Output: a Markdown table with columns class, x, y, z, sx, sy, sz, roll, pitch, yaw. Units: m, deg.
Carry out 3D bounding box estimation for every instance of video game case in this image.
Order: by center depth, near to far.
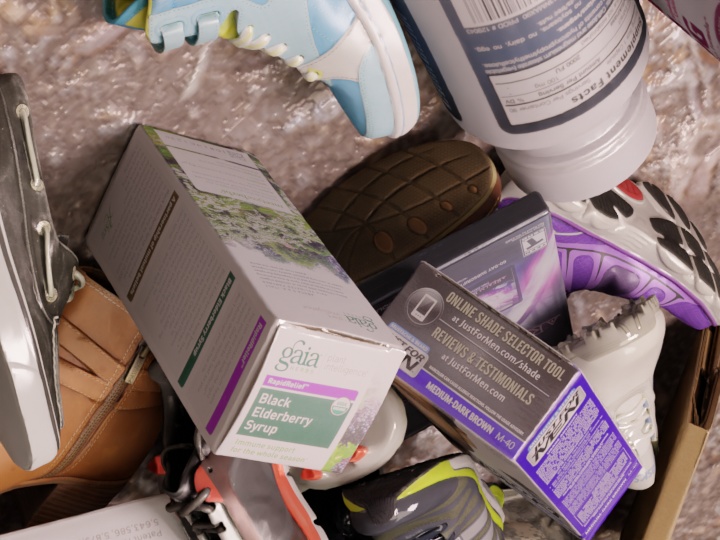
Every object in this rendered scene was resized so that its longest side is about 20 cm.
| class | x | y | z | sx | sy | sz | roll | pitch | yaw |
| --- | --- | --- | --- | --- | --- | --- | --- | --- | --- |
| video game case | 0.053 | 0.035 | 1.125 | 0.142 | 0.019 | 0.200 | -28 | 153 | -2 |

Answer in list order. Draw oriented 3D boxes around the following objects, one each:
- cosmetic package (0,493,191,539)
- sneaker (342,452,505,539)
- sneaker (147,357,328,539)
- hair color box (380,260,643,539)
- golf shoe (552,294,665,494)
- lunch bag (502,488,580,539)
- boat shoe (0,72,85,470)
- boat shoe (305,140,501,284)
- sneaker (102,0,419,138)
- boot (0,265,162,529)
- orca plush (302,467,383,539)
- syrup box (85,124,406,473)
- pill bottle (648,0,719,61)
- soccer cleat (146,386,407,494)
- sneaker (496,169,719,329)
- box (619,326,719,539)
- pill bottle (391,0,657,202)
| class | x | y | z | sx | sy | sz | roll | pitch | yaw |
| --- | --- | --- | --- | --- | --- | --- | --- | --- | --- |
| cosmetic package | -0.164 | 0.255 | 1.078 | 0.164 | 0.201 | 0.165 | -12 | 163 | -21 |
| sneaker | 0.048 | 0.157 | 1.111 | 0.073 | 0.081 | 0.200 | -19 | 159 | 16 |
| sneaker | -0.075 | 0.131 | 1.041 | 0.077 | 0.201 | 0.082 | -23 | 169 | 39 |
| hair color box | 0.082 | 0.077 | 1.070 | 0.065 | 0.109 | 0.200 | -52 | 154 | -7 |
| golf shoe | 0.161 | 0.082 | 1.183 | 0.078 | 0.098 | 0.200 | -28 | 163 | -12 |
| lunch bag | 0.047 | 0.235 | 1.274 | 0.199 | 0.118 | 0.165 | -1 | 127 | -19 |
| boat shoe | -0.172 | 0.001 | 0.981 | 0.063 | 0.071 | 0.201 | -18 | 106 | -29 |
| boat shoe | 0.000 | 0.001 | 1.112 | 0.200 | 0.072 | 0.068 | -37 | 140 | 10 |
| sneaker | -0.056 | -0.128 | 0.982 | 0.130 | 0.080 | 0.201 | -32 | 123 | -7 |
| boot | -0.189 | 0.064 | 1.052 | 0.199 | 0.074 | 0.155 | 15 | 115 | -47 |
| orca plush | -0.028 | 0.160 | 1.133 | 0.200 | 0.105 | 0.071 | -52 | 161 | -42 |
| syrup box | -0.064 | 0.012 | 0.993 | 0.078 | 0.200 | 0.082 | 13 | 116 | -35 |
| pill bottle | 0.205 | -0.169 | 1.010 | 0.113 | 0.200 | 0.114 | -14 | 128 | -19 |
| soccer cleat | -0.040 | 0.099 | 1.116 | 0.199 | 0.070 | 0.077 | -24 | 167 | 41 |
| sneaker | 0.149 | -0.013 | 1.192 | 0.199 | 0.081 | 0.083 | 28 | 124 | -32 |
| box | 0.199 | 0.144 | 1.274 | 0.021 | 0.164 | 0.201 | 19 | 119 | 5 |
| pill bottle | 0.086 | -0.135 | 1.024 | 0.119 | 0.120 | 0.200 | -33 | 132 | -3 |
